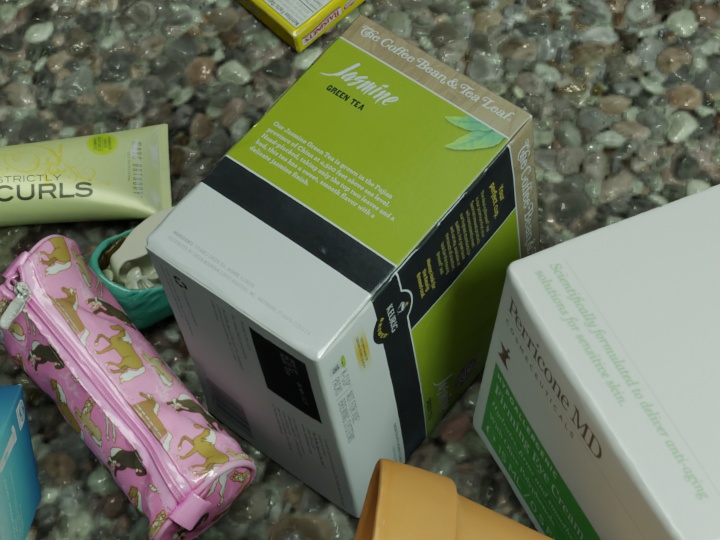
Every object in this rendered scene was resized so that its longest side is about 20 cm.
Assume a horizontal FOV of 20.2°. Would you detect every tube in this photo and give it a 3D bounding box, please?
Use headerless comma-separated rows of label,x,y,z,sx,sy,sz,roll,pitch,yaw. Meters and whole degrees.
tube,-0.225,-0.059,1.345,0.198,0.052,0.059,-5,99,-1

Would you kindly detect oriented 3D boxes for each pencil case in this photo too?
pencil case,-0.147,0.074,1.212,0.086,0.083,0.200,-24,67,-46

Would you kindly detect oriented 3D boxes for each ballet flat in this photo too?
ballet flat,-0.086,-0.024,1.291,0.199,0.071,0.068,-27,59,-9

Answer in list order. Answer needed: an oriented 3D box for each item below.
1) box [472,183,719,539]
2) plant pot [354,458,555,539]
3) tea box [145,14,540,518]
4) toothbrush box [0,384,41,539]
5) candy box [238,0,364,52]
box,0.198,0.085,1.113,0.199,0.172,0.200,-19,58,-19
plant pot,0.056,0.208,1.032,0.139,0.200,0.201,11,60,-2
tea box,0.000,0.000,1.190,0.133,0.200,0.197,33,67,24
toothbrush box,-0.277,0.153,1.151,0.145,0.086,0.200,-3,26,5
candy box,-0.072,-0.246,1.447,0.102,0.026,0.200,-40,62,-13
